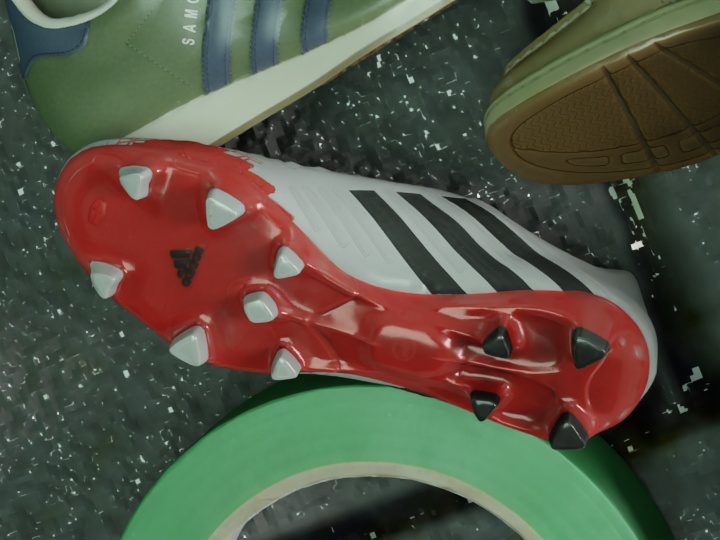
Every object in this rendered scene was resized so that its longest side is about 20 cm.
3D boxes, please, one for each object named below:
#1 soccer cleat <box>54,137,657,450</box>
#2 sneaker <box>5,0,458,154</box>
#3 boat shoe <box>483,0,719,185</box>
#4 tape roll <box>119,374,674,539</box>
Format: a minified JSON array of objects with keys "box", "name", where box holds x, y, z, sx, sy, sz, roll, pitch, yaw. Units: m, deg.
[{"box":[0.000,0.000,0.932,0.200,0.085,0.069,16,115,4],"name":"soccer cleat"},{"box":[-0.030,-0.103,0.932,0.200,0.067,0.090,-30,98,20],"name":"sneaker"},{"box":[0.126,-0.092,0.905,0.200,0.073,0.063,-27,56,12],"name":"boat shoe"},{"box":[0.013,0.131,0.978,0.200,0.048,0.201,2,101,13],"name":"tape roll"}]
